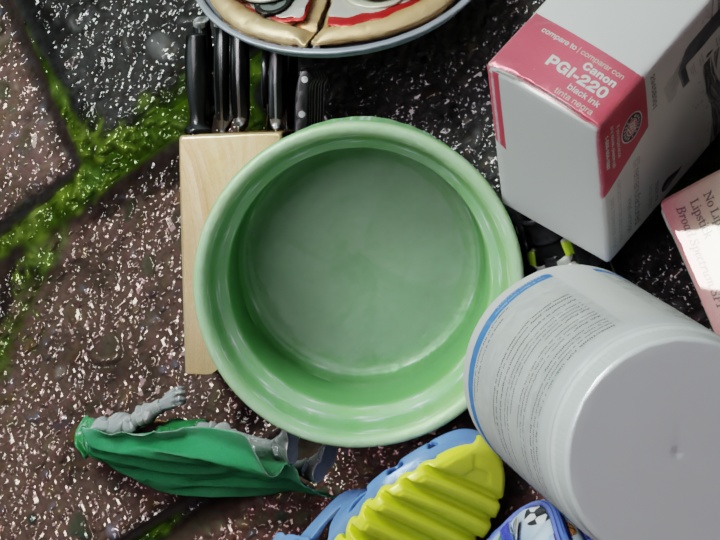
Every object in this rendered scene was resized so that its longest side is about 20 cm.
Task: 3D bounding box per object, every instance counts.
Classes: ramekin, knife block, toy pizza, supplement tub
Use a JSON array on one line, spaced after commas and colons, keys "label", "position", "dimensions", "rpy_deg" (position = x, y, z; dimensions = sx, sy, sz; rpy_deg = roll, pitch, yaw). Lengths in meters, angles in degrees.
[{"label": "ramekin", "position": [0.000, 0.000, 1.729], "dimensions": [0.199, 0.098, 0.201], "rpy_deg": [0, 102, 1]}, {"label": "knife block", "position": [-0.089, -0.058, 1.818], "dimensions": [0.176, 0.064, 0.200], "rpy_deg": [45, 100, 5]}, {"label": "toy pizza", "position": [-0.012, -0.208, 1.810], "dimensions": [0.199, 0.032, 0.201], "rpy_deg": [-5, 42, 5]}, {"label": "supplement tub", "position": [0.144, 0.077, 1.588], "dimensions": [0.132, 0.132, 0.200], "rpy_deg": [-58, 17, 3]}]

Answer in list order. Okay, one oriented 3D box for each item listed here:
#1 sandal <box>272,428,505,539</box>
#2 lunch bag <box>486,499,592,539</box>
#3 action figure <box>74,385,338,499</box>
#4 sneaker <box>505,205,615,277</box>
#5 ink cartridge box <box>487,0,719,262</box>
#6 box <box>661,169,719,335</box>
[{"label": "sandal", "position": [0.004, 0.161, 1.736], "dimensions": [0.200, 0.079, 0.087], "rpy_deg": [-39, 32, 15]}, {"label": "lunch bag", "position": [0.091, 0.222, 1.631], "dimensions": [0.160, 0.075, 0.200], "rpy_deg": [-46, 20, 12]}, {"label": "action figure", "position": [-0.110, 0.113, 1.810], "dimensions": [0.199, 0.118, 0.055], "rpy_deg": [2, 63, 37]}, {"label": "sneaker", "position": [0.115, -0.008, 1.723], "dimensions": [0.071, 0.083, 0.201], "rpy_deg": [-18, 70, 23]}, {"label": "ink cartridge box", "position": [0.169, -0.127, 1.649], "dimensions": [0.085, 0.146, 0.200], "rpy_deg": [31, 66, 24]}, {"label": "box", "position": [0.295, -0.020, 1.617], "dimensions": [0.199, 0.109, 0.128], "rpy_deg": [-29, 65, 18]}]
